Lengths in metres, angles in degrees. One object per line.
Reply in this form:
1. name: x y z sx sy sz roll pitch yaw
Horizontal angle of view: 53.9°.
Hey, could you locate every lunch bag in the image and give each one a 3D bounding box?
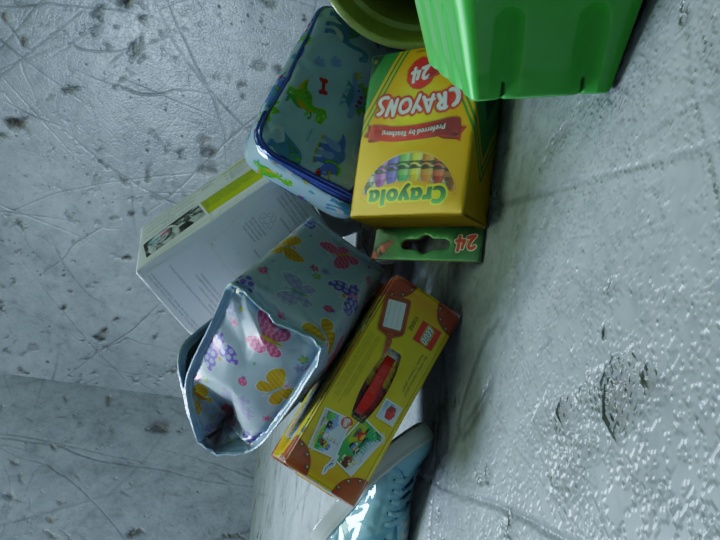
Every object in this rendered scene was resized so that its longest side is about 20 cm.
1. lunch bag: -0.017 -0.167 0.758 0.200 0.161 0.082 -65 15 -19
2. lunch bag: -0.088 0.070 0.702 0.200 0.127 0.170 -59 -5 34

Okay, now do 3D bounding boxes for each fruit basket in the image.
1. fruit basket: 0.093 -0.229 0.472 0.216 0.155 0.216 176 90 -87

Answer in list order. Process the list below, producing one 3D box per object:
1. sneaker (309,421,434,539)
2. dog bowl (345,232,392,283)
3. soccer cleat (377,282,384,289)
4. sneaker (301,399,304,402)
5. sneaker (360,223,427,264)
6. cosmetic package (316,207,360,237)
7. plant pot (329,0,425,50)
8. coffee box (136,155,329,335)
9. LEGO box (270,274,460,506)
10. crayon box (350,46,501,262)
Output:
1. sneaker: 0.029 0.236 0.716 0.074 0.082 0.200 -22 -30 -54
2. dog bowl: 0.000 0.000 1.098 0.200 0.059 0.200 -171 90 -81
3. soccer cleat: -0.035 0.040 0.974 0.200 0.076 0.067 5 99 50
4. sneaker: -0.022 0.100 0.873 0.077 0.146 0.203 -90 15 -53
5. sneaker: 0.044 -0.057 0.860 0.108 0.067 0.202 -103 17 -45
6. cosmetic package: -0.011 -0.130 1.059 0.200 0.107 0.090 -100 -13 -63
7. plant pot: 0.065 -0.352 0.748 0.184 0.200 0.201 -74 -1 -61
8. coffee box: -0.134 -0.011 0.886 0.200 0.200 0.198 -36 24 -2
9. LEGO box: 0.000 0.119 0.704 0.200 0.077 0.149 -58 3 -17
10. crayon box: 0.061 -0.110 0.667 0.127 0.051 0.200 1 79 36
